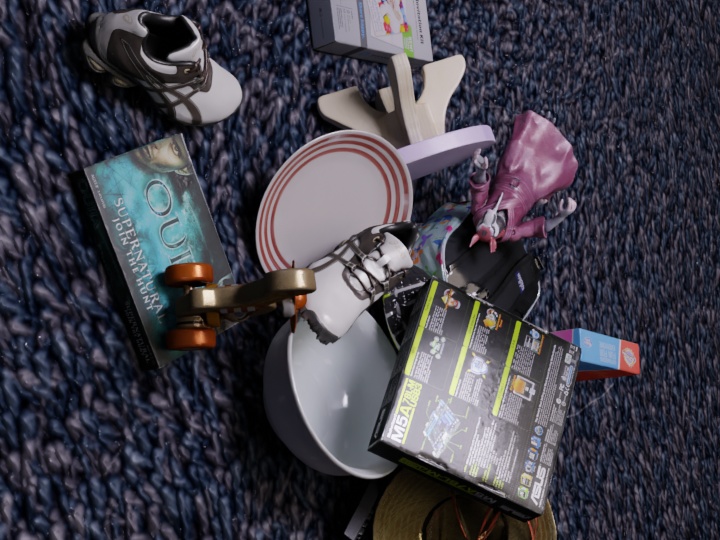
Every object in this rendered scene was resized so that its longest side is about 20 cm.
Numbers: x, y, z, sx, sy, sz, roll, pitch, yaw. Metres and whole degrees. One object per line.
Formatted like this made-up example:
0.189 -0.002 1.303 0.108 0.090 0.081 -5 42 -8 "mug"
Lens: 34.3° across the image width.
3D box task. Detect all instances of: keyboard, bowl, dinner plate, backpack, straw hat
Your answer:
0.028 0.225 1.304 0.128 0.020 0.201 101 15 -48 "keyboard"
-0.040 0.131 1.231 0.200 0.090 0.203 34 44 -40 "bowl"
-0.030 -0.061 1.287 0.198 0.024 0.202 -15 120 -27 "dinner plate"
0.119 0.017 1.416 0.179 0.149 0.200 64 32 -16 "backpack"
0.118 0.287 1.291 0.085 0.199 0.204 0 80 -80 "straw hat"

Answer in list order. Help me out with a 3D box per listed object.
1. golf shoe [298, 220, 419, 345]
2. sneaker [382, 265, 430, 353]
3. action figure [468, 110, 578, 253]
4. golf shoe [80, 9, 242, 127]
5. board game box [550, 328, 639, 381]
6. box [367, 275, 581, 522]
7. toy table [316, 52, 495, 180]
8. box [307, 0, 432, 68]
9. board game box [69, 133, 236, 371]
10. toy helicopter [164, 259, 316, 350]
0.000 0.000 1.208 0.078 0.094 0.200 52 33 -12 "golf shoe"
0.068 0.091 1.310 0.073 0.081 0.202 -16 89 -14 "sneaker"
0.172 -0.093 1.373 0.134 0.149 0.201 41 60 -5 "action figure"
-0.175 -0.198 1.143 0.199 0.094 0.079 15 69 -50 "golf shoe"
0.234 0.115 1.498 0.152 0.199 0.041 15 70 -47 "board game box"
0.125 0.134 1.227 0.191 0.048 0.202 24 61 -8 "box"
0.048 -0.173 1.372 0.198 0.184 0.118 -17 84 -18 "toy table"
0.010 -0.343 1.457 0.199 0.041 0.158 0 82 -52 "box"
-0.193 -0.021 1.142 0.135 0.028 0.202 -31 105 -49 "board game box"
-0.092 0.026 1.074 0.131 0.199 0.080 3 79 -31 "toy helicopter"
